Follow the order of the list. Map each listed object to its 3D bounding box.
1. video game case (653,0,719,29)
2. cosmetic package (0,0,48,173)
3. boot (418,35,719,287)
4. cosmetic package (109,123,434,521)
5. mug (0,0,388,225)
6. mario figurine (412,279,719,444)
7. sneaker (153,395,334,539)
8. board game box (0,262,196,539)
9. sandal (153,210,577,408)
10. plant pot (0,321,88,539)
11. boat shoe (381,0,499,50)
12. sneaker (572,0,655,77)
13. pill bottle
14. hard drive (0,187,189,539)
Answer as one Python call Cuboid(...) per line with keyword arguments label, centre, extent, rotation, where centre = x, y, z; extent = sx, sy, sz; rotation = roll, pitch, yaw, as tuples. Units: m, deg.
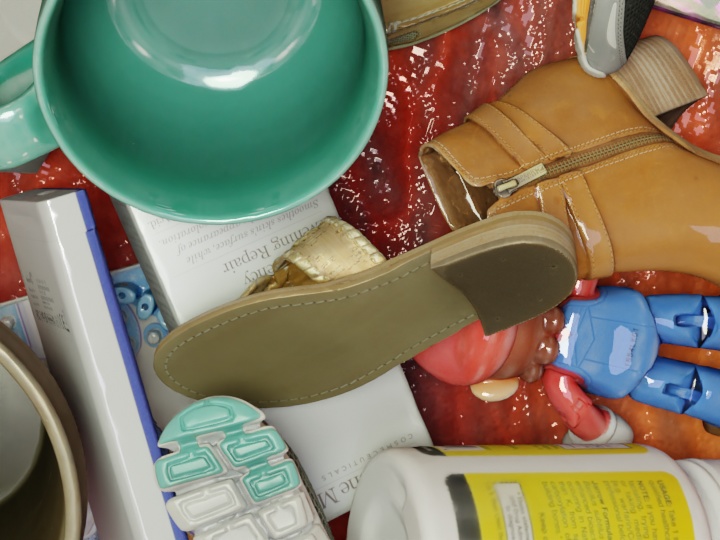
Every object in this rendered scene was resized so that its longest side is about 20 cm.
Cuboid(label="video game case", centre=(0.232, -0.202, 0.873), extent=(0.199, 0.036, 0.182), rotation=(19, 98, 7))
Cuboid(label="cosmetic package", centre=(-0.167, -0.157, 0.867), extent=(0.107, 0.090, 0.200), rotation=(35, 101, 8))
Cuboid(label="boot", centre=(0.133, -0.015, 0.854), extent=(0.154, 0.074, 0.200), rotation=(-25, 67, -26))
Cuboid(label="cosmetic package", centre=(-0.045, 0.028, 0.895), extent=(0.101, 0.074, 0.201), rotation=(-26, 99, -11))
Cuboid(label="mug", centre=(-0.082, -0.115, 0.784), extent=(0.184, 0.115, 0.152), rotation=(9, 120, -9))
Cuboid(label="mario figurine", centre=(0.111, 0.028, 0.918), extent=(0.199, 0.106, 0.124), rotation=(12, 56, -10))
Cuboid(label="sneaker", centre=(-0.031, 0.148, 0.826), extent=(0.077, 0.091, 0.201), rotation=(-20, 93, 2))
Cuboid(label="board game box", centre=(-0.167, 0.114, 0.945), extent=(0.199, 0.026, 0.201), rotation=(-16, 99, 3))
Cuboid(label="sandal", centre=(0.002, 0.004, 0.831), extent=(0.211, 0.070, 0.078), rotation=(-18, 134, 20))
Cuboid(label="plant pot", centre=(-0.220, 0.092, 0.841), extent=(0.199, 0.174, 0.201), rotation=(0, 98, 1))
Cuboid(label="boat shoe", centre=(-0.011, -0.140, 0.879), extent=(0.199, 0.076, 0.072), rotation=(-16, 98, 2))
Cuboid(label="sneaker", centre=(0.155, -0.185, 0.832), extent=(0.077, 0.078, 0.201), rotation=(21, 98, 4))
Cuboid(label="pill bottle", centre=(0.103, 0.143, 0.864), extent=(0.199, 0.114, 0.115), rotation=(1, 99, -21))
Cuboid(label="hard drive", centre=(-0.130, 0.059, 0.858), extent=(0.025, 0.132, 0.201), rotation=(-18, 99, -18))
